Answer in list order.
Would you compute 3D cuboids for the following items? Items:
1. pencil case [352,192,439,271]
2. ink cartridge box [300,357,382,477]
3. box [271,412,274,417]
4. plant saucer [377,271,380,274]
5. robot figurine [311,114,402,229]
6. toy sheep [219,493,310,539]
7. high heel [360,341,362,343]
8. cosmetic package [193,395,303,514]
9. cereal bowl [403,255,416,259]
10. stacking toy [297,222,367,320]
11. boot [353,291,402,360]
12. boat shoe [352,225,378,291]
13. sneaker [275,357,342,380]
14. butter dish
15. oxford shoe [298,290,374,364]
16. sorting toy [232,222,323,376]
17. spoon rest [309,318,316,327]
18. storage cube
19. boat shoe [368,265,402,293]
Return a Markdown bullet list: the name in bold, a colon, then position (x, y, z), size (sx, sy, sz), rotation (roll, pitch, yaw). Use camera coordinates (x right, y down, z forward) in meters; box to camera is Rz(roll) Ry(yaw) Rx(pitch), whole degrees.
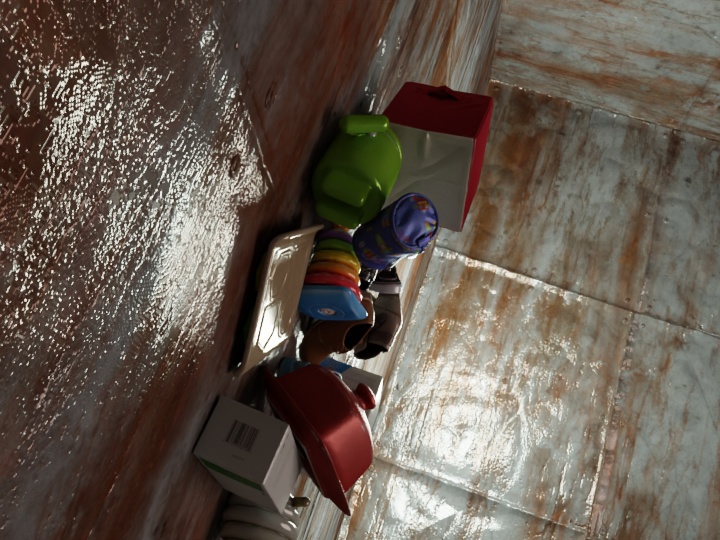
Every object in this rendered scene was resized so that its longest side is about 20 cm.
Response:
- **pencil case**: position (0.050, -0.052, 1.059), size (0.077, 0.088, 0.200), rotation (-28, 180, -20)
- **ink cartridge box**: position (-0.054, 0.314, 1.445), size (0.147, 0.144, 0.202), rotation (96, 15, -49)
- **box**: position (-0.115, 0.242, 1.300), size (0.200, 0.040, 0.040), rotation (-42, 148, -69)
- **plant saucer**: position (0.029, -0.095, 1.320), size (0.200, 0.036, 0.206), rotation (-10, 91, -81)
- **robot figurine**: position (-0.003, -0.150, 1.059), size (0.202, 0.113, 0.178), rotation (-63, 172, -45)
- **toy sheep**: position (-0.151, 0.388, 1.087), size (0.139, 0.134, 0.203), rotation (93, 12, -54)
- **high heel**: position (-0.043, 0.053, 1.420), size (0.068, 0.093, 0.205), rotation (110, -19, -69)
- **cosmetic package**: position (-0.146, 0.257, 0.964), size (0.202, 0.105, 0.086), rotation (87, 25, -60)
- **cereal bowl**: position (0.065, -0.121, 1.468), size (0.200, 0.081, 0.206), rotation (174, -90, -78)
- **stacking toy**: position (-0.039, -0.026, 1.161), size (0.116, 0.107, 0.205), rotation (55, 40, -59)
- **boot**: position (0.012, 0.113, 1.457), size (0.198, 0.069, 0.149), rotation (-25, -138, 50)
- **boat shoe**: position (0.000, 0.000, 1.220), size (0.202, 0.069, 0.067), rotation (-56, -152, 26)
- **sneaker**: position (-0.066, 0.209, 1.219), size (0.199, 0.093, 0.081), rotation (34, 66, -61)
- **butter dish**: position (-0.040, 0.228, 1.073), size (0.146, 0.199, 0.203), rotation (-32, 132, -18)
- **oxford shoe**: position (-0.045, 0.120, 1.225), size (0.200, 0.070, 0.073), rotation (-47, -133, 36)
- **sorting toy**: position (-0.117, 0.032, 0.980), size (0.185, 0.036, 0.204), rotation (-33, 143, -75)
- **spoon rest**: position (-0.049, 0.044, 1.332), size (0.203, 0.060, 0.099), rotation (-59, 167, -4)
- **storage cube**: position (0.123, -0.201, 1.219), size (0.181, 0.167, 0.204), rotation (-60, 160, -52)
- **boat shoe**: position (0.040, -0.006, 1.426), size (0.200, 0.070, 0.070), rotation (-122, -145, -72)
